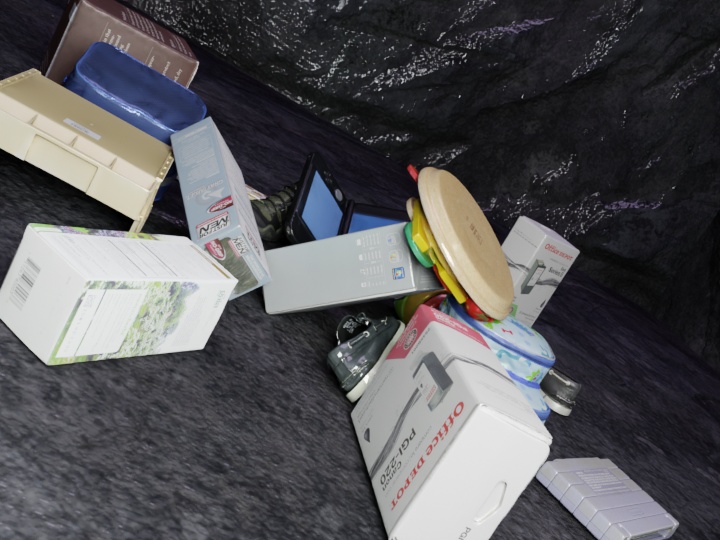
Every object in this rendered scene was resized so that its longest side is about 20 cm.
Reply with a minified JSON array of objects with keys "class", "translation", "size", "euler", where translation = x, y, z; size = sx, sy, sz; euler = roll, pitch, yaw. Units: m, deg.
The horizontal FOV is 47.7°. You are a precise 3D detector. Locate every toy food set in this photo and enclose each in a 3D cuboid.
[{"class":"toy food set","translation":[0.114,-0.033,0.937],"size":[0.199,0.048,0.201],"euler":[52,24,-22]}]

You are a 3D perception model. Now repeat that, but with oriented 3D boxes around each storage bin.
[{"class":"storage bin","translation":[-0.322,-0.127,0.923],"size":[0.198,0.095,0.199],"euler":[29,14,-15]}]

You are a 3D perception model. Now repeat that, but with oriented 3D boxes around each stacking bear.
[{"class":"stacking bear","translation":[0.106,0.058,1.203],"size":[0.120,0.114,0.201],"euler":[30,18,-35]}]

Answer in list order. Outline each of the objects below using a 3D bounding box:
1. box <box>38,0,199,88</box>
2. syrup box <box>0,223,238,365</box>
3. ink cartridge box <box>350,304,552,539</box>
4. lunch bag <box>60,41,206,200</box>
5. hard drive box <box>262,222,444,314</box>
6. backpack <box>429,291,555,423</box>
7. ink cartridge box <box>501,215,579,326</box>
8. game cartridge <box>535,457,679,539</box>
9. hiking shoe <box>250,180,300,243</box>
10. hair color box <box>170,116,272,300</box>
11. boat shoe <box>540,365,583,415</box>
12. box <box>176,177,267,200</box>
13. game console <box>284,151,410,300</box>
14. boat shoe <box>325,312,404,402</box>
[{"class":"box","translation":[-0.387,-0.323,1.296],"size":[0.197,0.166,0.166],"euler":[23,17,-29]},{"class":"syrup box","translation":[-0.203,0.020,0.708],"size":[0.081,0.080,0.199],"euler":[36,14,21]},{"class":"ink cartridge box","translation":[0.073,0.144,0.744],"size":[0.084,0.147,0.200],"euler":[27,14,-21]},{"class":"lunch bag","translation":[-0.320,-0.195,1.085],"size":[0.198,0.133,0.137],"euler":[29,30,-15]},{"class":"hard drive box","translation":[0.000,0.000,0.994],"size":[0.196,0.079,0.155],"euler":[-11,-5,24]},{"class":"backpack","translation":[0.139,0.122,0.967],"size":[0.180,0.149,0.201],"euler":[27,18,-8]},{"class":"ink cartridge box","translation":[0.339,0.007,1.678],"size":[0.144,0.202,0.084],"euler":[16,20,-46]},{"class":"game cartridge","translation":[0.307,0.287,1.013],"size":[0.198,0.039,0.129],"euler":[15,18,-50]},{"class":"hiking shoe","translation":[-0.120,-0.098,1.237],"size":[0.075,0.102,0.199],"euler":[32,10,34]},{"class":"hair color box","translation":[-0.167,-0.076,0.963],"size":[0.100,0.060,0.202],"euler":[64,3,-49]},{"class":"boat shoe","translation":[0.294,0.158,1.360],"size":[0.073,0.061,0.200],"euler":[21,18,-34]},{"class":"box","translation":[-0.229,-0.137,1.267],"size":[0.198,0.042,0.039],"euler":[30,13,-14]},{"class":"game console","translation":[-0.008,-0.070,1.194],"size":[0.177,0.114,0.202],"euler":[58,28,-32]},{"class":"boat shoe","translation":[0.000,0.083,0.947],"size":[0.066,0.075,0.200],"euler":[43,23,-2]}]
